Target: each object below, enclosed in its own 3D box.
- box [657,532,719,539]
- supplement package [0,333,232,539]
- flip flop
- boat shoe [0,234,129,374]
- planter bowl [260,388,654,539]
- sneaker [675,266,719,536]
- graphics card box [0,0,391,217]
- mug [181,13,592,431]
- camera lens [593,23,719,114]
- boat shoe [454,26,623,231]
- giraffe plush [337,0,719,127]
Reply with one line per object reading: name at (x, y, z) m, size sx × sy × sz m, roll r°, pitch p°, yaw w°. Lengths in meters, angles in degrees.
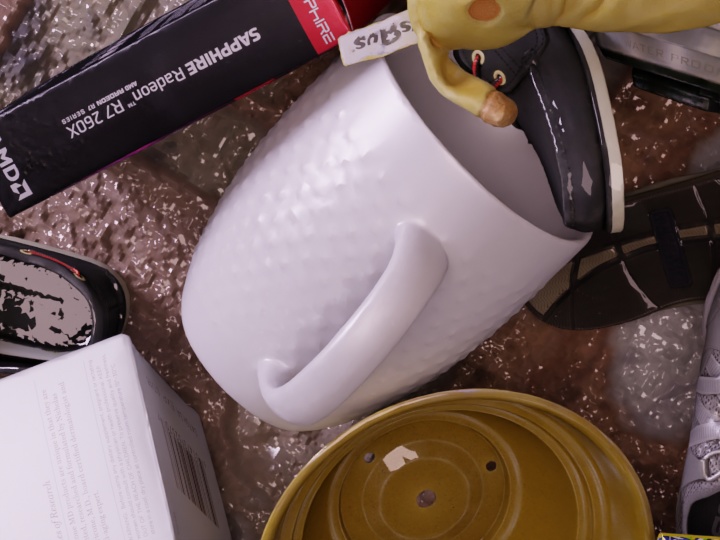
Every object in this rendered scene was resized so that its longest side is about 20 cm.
box at (0.170, 0.190, 1.194) m, size 0.069 × 0.200 × 0.065 m, roll 2°, pitch 63°, yaw 6°
supplement package at (-0.176, 0.133, 1.247) m, size 0.199 × 0.117 × 0.118 m, roll -20°, pitch 63°, yaw 7°
flip flop at (0.174, -0.013, 1.253) m, size 0.199 × 0.058 × 0.082 m, roll -10°, pitch 101°, yaw 22°
boat shoe at (-0.220, 0.010, 1.288) m, size 0.200 × 0.063 × 0.074 m, roll 9°, pitch 98°, yaw 6°
planter bowl at (0.040, 0.130, 1.246) m, size 0.199 × 0.084 × 0.202 m, roll -4°, pitch 116°, yaw -9°
sneaker at (0.195, 0.078, 1.208) m, size 0.074 × 0.082 × 0.201 m, roll 8°, pitch 120°, yaw 7°
graphics card box at (-0.082, -0.102, 1.213) m, size 0.199 × 0.126 × 0.051 m, roll -25°, pitch 100°, yaw 17°
mug at (0.000, 0.000, 1.196) m, size 0.147 × 0.200 × 0.175 m, roll 40°, pitch 112°, yaw -15°
camera lens at (0.206, -0.168, 1.180) m, size 0.159 × 0.160 × 0.201 m, roll 17°, pitch 96°, yaw 4°
boat shoe at (0.075, -0.100, 1.177) m, size 0.063 × 0.074 × 0.202 m, roll -13°, pitch 61°, yaw -8°
giraffe plush at (0.058, -0.180, 1.051) m, size 0.199 × 0.162 × 0.173 m, roll -33°, pitch 55°, yaw -3°
